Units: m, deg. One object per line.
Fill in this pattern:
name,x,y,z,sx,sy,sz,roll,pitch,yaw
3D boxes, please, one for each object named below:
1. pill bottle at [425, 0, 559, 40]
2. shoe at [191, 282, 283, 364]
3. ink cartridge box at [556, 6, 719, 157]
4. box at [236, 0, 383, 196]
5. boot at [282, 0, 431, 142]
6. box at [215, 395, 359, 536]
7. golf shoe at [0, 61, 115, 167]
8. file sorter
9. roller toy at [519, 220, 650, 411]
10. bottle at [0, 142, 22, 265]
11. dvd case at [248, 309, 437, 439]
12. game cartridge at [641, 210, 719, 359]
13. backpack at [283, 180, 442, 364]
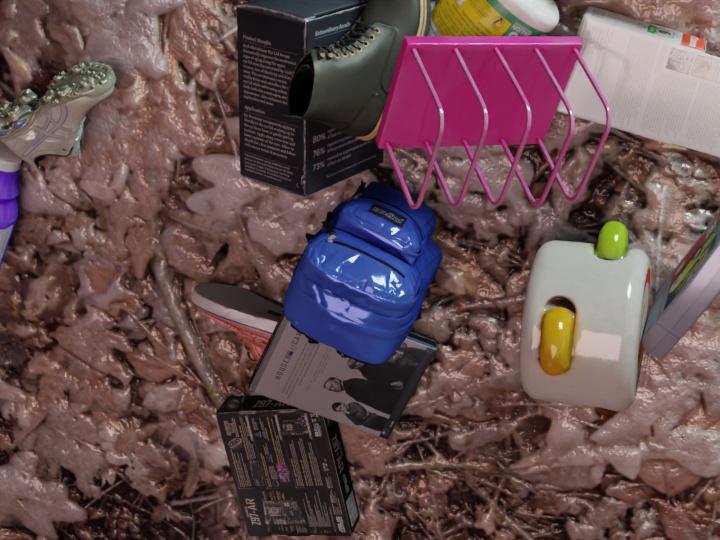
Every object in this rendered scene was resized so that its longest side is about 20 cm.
pill bottle,0.112,-0.237,1.329,0.113,0.113,0.200,41,119,-3
shoe,-0.132,0.089,1.583,0.198,0.072,0.092,19,113,4
ink cartridge box,0.321,-0.200,1.313,0.198,0.050,0.110,18,118,9
box,-0.053,-0.205,1.367,0.103,0.147,0.203,19,119,34
boot,-0.004,-0.240,1.267,0.077,0.137,0.203,16,98,42
box,-0.098,0.268,1.670,0.158,0.044,0.202,-5,112,21
golf shoe,-0.371,-0.194,1.546,0.198,0.079,0.098,-17,125,30
file sorter,0.138,-0.146,1.256,0.197,0.126,0.140,-4,139,-19
roller toy,0.248,0.062,1.378,0.138,0.202,0.183,6,143,17
bottle,-0.502,-0.076,1.635,0.083,0.065,0.201,31,119,4
dvd case,-0.023,0.121,1.544,0.198,0.025,0.151,21,114,-14
game cartridge,0.377,-0.001,1.337,0.041,0.133,0.201,31,119,1
backpack,0.000,0.000,1.425,0.161,0.200,0.169,22,119,9
